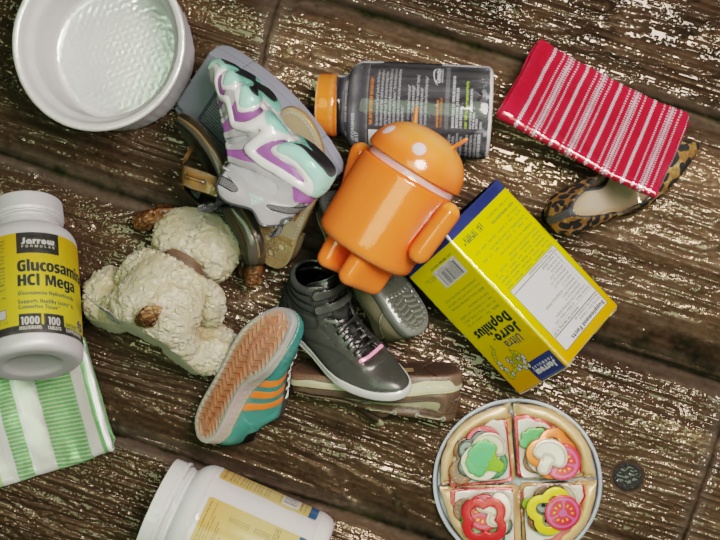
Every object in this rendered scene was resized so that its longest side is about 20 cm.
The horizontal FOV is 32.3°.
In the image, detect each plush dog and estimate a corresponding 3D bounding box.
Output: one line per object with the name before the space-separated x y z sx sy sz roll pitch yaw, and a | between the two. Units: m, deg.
plush dog | -0.210 0.003 1.430 0.200 0.160 0.172 26 71 2

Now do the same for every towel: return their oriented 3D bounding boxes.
towel | 0.262 -0.173 1.391 0.200 0.022 0.145 28 53 6
towel | -0.408 0.176 1.500 0.200 0.023 0.153 -16 93 4

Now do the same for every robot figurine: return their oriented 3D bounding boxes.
robot figurine | 0.033 -0.075 1.337 0.117 0.144 0.200 30 99 -13

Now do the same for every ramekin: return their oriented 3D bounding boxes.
ramekin | -0.287 -0.255 1.427 0.200 0.098 0.201 0 90 6

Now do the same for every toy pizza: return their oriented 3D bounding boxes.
toy pizza | 0.185 0.251 1.462 0.200 0.032 0.201 0 93 4

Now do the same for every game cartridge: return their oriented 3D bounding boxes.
game cartridge | -0.114 -0.156 1.421 0.200 0.041 0.133 46 139 1

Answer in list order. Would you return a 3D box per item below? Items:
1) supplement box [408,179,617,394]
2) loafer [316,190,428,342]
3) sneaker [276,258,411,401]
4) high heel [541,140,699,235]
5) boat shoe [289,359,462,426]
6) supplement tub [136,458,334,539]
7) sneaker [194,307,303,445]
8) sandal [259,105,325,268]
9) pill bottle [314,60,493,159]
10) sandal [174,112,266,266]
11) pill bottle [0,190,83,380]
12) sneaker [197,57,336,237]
supplement box | 0.166 0.020 1.394 0.200 0.110 0.109 47 58 1
loafer | 0.000 0.000 1.437 0.070 0.075 0.200 -40 73 42
sneaker | -0.019 0.063 1.398 0.200 0.099 0.071 38 52 26
high heel | 0.297 -0.095 1.382 0.200 0.143 0.071 -27 91 5
boat shoe | 0.017 0.148 1.449 0.202 0.075 0.075 2 107 8
supplement tub | -0.145 0.312 1.429 0.200 0.145 0.145 23 94 3
sneaker | -0.113 0.123 1.437 0.200 0.080 0.071 -54 47 24
sandal | -0.095 -0.076 1.388 0.078 0.070 0.212 28 132 18
pill bottle | 0.049 -0.184 1.411 0.200 0.106 0.106 4 93 3
sandal | -0.168 -0.088 1.402 0.055 0.082 0.200 -25 84 -12
pill bottle | -0.378 0.015 1.421 0.112 0.112 0.200 -11 67 4
sneaker | -0.133 -0.122 1.328 0.140 0.078 0.200 -46 66 16
